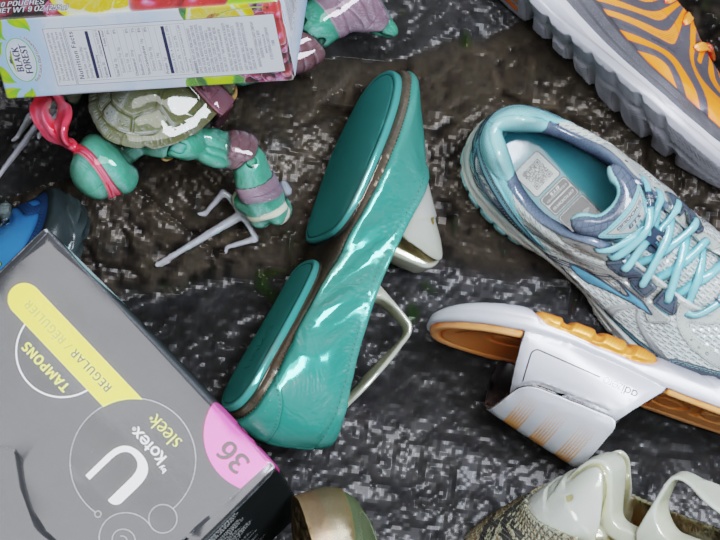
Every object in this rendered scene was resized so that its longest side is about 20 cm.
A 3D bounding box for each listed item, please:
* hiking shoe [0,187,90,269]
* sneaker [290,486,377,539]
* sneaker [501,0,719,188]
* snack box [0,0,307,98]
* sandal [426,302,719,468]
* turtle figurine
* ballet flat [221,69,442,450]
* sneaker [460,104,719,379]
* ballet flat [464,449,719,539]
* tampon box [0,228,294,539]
[{"bbox_3d":[-0.227,0.008,1.250,0.200,0.074,0.087,-29,119,7],"label":"hiking shoe"},{"bbox_3d":[0.028,0.188,1.220,0.090,0.067,0.201,-14,105,-11],"label":"sneaker"},{"bbox_3d":[0.153,-0.138,1.292,0.112,0.078,0.200,-43,81,-5],"label":"sneaker"},{"bbox_3d":[-0.094,-0.168,1.259,0.142,0.053,0.200,-2,42,9],"label":"snack box"},{"bbox_3d":[0.126,0.070,1.252,0.206,0.079,0.059,19,78,4],"label":"sandal"},{"bbox_3d":[-0.085,-0.085,1.285,0.150,0.101,0.200,43,78,9],"label":"turtle figurine"},{"bbox_3d":[0.000,0.000,1.282,0.070,0.067,0.200,30,74,-20],"label":"ballet flat"},{"bbox_3d":[0.132,-0.011,1.264,0.200,0.086,0.078,34,83,8],"label":"sneaker"},{"bbox_3d":[0.140,0.125,1.216,0.200,0.068,0.075,16,121,30],"label":"ballet flat"},{"bbox_3d":[-0.125,0.092,1.196,0.126,0.200,0.150,-44,81,-6],"label":"tampon box"}]
